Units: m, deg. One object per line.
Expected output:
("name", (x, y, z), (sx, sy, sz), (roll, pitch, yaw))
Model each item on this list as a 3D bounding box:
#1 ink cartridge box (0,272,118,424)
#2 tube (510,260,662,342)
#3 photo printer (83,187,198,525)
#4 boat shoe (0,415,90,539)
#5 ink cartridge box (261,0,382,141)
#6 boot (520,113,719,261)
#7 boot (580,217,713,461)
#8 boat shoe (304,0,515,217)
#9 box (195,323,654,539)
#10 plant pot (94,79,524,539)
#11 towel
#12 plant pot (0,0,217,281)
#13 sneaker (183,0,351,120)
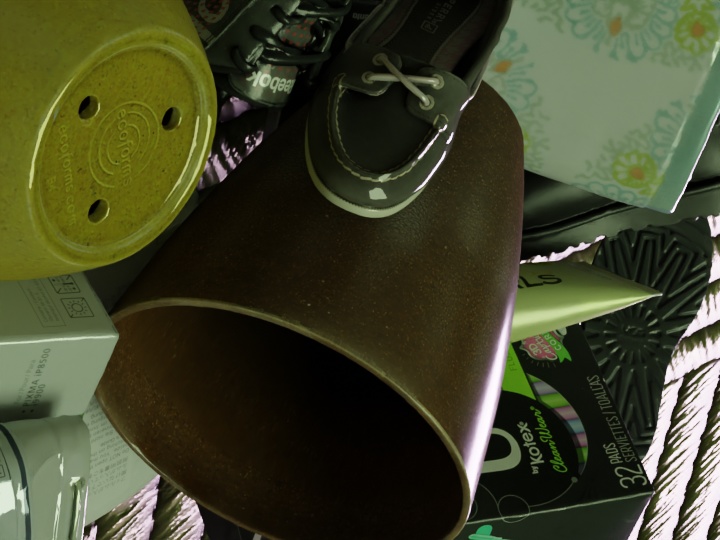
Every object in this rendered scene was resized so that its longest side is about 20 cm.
("ink cartridge box", (-0.214, 0.056, 1.241), (0.200, 0.050, 0.109), (-4, 135, -35))
("tube", (0.052, 0.020, 1.498), (0.200, 0.058, 0.052), (-10, 149, -26))
("photo printer", (-0.158, 0.053, 1.395), (0.166, 0.069, 0.200), (-24, 139, -34))
("boat shoe", (-0.148, 0.149, 1.288), (0.067, 0.074, 0.200), (-14, 136, -26))
("ink cartridge box", (-0.002, -0.060, 1.462), (0.094, 0.037, 0.200), (6, 128, -11))
("boot", (0.113, -0.100, 1.548), (0.211, 0.079, 0.158), (-12, 116, -5))
("boot", (0.142, 0.048, 1.689), (0.200, 0.066, 0.165), (113, -2, -80))
("boat shoe", (0.026, -0.101, 1.311), (0.200, 0.067, 0.057), (-61, 174, -49))
("box", (0.026, 0.107, 1.534), (0.200, 0.149, 0.124), (-7, 144, -22))
("plant pot", (0.000, 0.000, 1.348), (0.187, 0.187, 0.200), (79, 31, -51))
("towel", (0.115, -0.139, 1.461), (0.048, 0.171, 0.200), (-76, -174, -63))
("plant pot", (-0.143, -0.074, 1.188), (0.200, 0.142, 0.200), (-30, 134, -36))
("sneaker", (-0.030, -0.127, 1.272), (0.200, 0.098, 0.071), (-30, 154, 32))
